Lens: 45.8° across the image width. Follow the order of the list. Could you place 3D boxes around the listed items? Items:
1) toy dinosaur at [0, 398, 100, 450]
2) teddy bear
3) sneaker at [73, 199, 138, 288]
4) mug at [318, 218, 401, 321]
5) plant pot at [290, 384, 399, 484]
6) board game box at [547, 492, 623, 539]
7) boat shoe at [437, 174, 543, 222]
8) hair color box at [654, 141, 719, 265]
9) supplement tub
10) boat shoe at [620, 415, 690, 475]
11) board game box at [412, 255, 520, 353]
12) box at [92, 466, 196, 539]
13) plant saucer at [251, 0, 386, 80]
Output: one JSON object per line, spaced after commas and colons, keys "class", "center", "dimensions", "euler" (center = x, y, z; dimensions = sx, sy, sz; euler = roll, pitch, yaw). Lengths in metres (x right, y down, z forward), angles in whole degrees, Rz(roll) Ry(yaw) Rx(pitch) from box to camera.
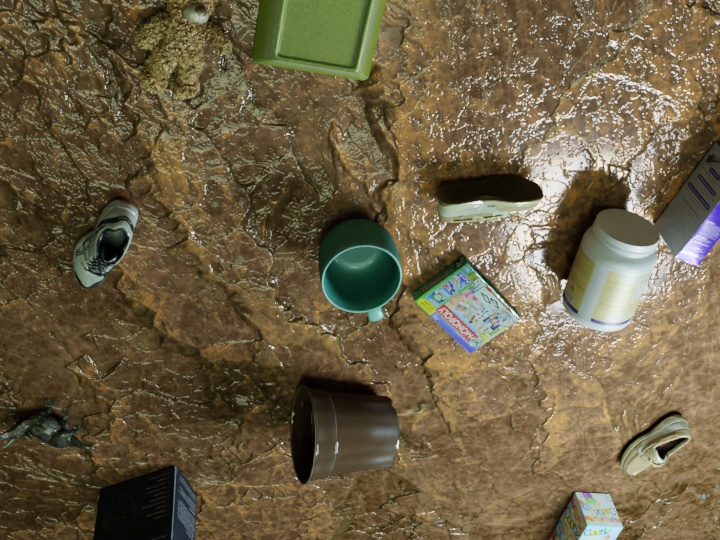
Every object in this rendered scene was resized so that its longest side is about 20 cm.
{"class": "toy dinosaur", "center": [-0.643, 0.332, 1.780], "dimensions": [0.198, 0.078, 0.102], "euler": [20, 134, -28]}
{"class": "teddy bear", "center": [-0.274, -0.350, 1.309], "dimensions": [0.144, 0.067, 0.200], "euler": [29, 119, -29]}
{"class": "sneaker", "center": [-0.461, -0.032, 1.509], "dimensions": [0.075, 0.088, 0.201], "euler": [21, 123, -25]}
{"class": "mug", "center": [-0.008, -0.005, 1.581], "dimensions": [0.149, 0.115, 0.187], "euler": [9, 126, -16]}
{"class": "plant pot", "center": [-0.032, 0.343, 1.806], "dimensions": [0.195, 0.202, 0.203], "euler": [1, 128, -20]}
{"class": "board game box", "center": [0.577, 0.680, 2.198], "dimensions": [0.103, 0.104, 0.202], "euler": [7, 126, -13]}
{"class": "boat shoe", "center": [0.235, -0.126, 1.561], "dimensions": [0.196, 0.075, 0.067], "euler": [-2, 141, -5]}
{"class": "hair color box", "center": [0.649, -0.124, 1.595], "dimensions": [0.064, 0.110, 0.202], "euler": [15, 124, -19]}
{"class": "supplement tub", "center": [0.482, -0.001, 1.640], "dimensions": [0.143, 0.146, 0.202], "euler": [3, 127, -11]}
{"class": "boat shoe", "center": [0.707, 0.432, 2.043], "dimensions": [0.073, 0.067, 0.201], "euler": [23, 120, -24]}
{"class": "board game box", "center": [0.217, 0.073, 1.729], "dimensions": [0.134, 0.029, 0.200], "euler": [-37, 124, 18]}
{"class": "box", "center": [-0.479, 0.576, 1.898], "dimensions": [0.197, 0.198, 0.125], "euler": [-17, 128, 6]}
{"class": "plant saucer", "center": [-0.059, -0.392, 1.321], "dimensions": [0.196, 0.048, 0.202], "euler": [6, 126, -13]}
